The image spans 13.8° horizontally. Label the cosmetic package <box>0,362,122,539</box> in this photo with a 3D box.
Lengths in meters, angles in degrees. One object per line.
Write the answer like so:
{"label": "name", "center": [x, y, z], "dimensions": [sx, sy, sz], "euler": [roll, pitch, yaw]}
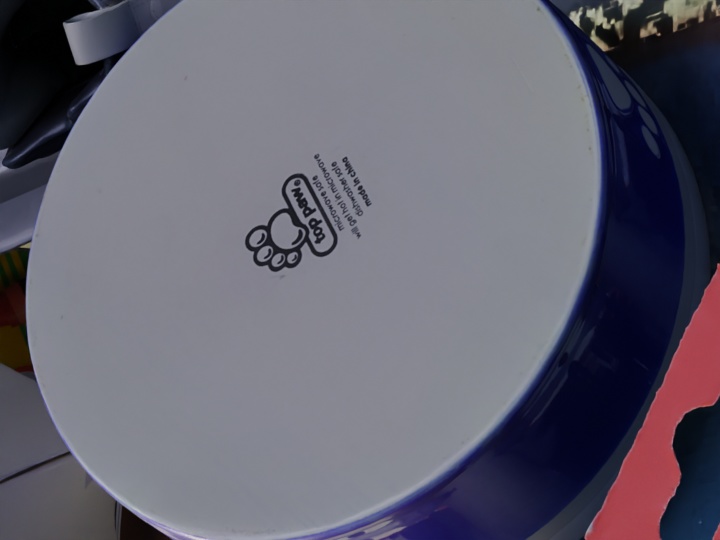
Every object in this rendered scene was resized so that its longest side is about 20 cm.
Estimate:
{"label": "cosmetic package", "center": [-0.178, 0.071, 1.028], "dimensions": [0.200, 0.073, 0.104], "euler": [24, 118, 35]}

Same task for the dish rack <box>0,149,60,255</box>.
{"label": "dish rack", "center": [-0.146, -0.056, 1.118], "dimensions": [0.200, 0.172, 0.044], "euler": [16, 125, 54]}

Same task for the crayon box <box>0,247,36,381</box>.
{"label": "crayon box", "center": [-0.176, 0.086, 1.162], "dimensions": [0.051, 0.127, 0.200], "euler": [178, 97, -69]}

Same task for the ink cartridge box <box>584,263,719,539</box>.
{"label": "ink cartridge box", "center": [0.143, 0.087, 0.716], "dimensions": [0.200, 0.050, 0.161], "euler": [32, 112, 21]}

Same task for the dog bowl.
{"label": "dog bowl", "center": [0.000, 0.000, 0.908], "dimensions": [0.200, 0.079, 0.200], "euler": [-12, 63, 25]}

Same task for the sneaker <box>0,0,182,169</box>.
{"label": "sneaker", "center": [-0.115, -0.090, 1.015], "dimensions": [0.199, 0.130, 0.080], "euler": [12, 124, 46]}

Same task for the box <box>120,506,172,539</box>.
{"label": "box", "center": [-0.053, 0.105, 1.038], "dimensions": [0.200, 0.075, 0.100], "euler": [-34, 57, 48]}
